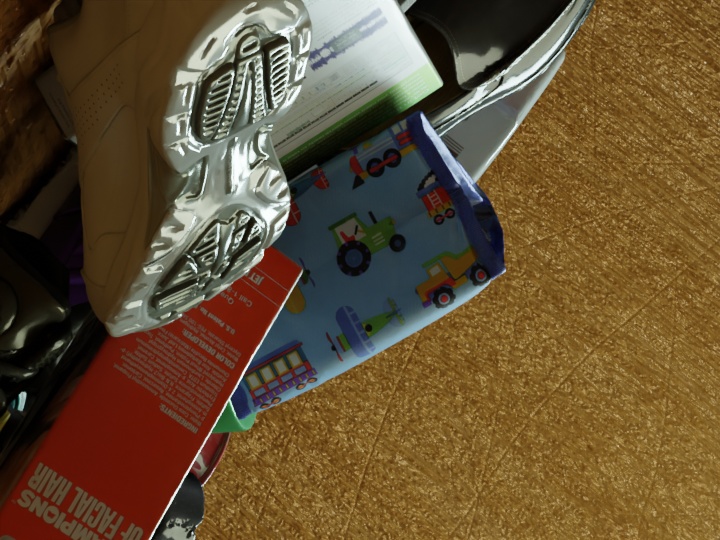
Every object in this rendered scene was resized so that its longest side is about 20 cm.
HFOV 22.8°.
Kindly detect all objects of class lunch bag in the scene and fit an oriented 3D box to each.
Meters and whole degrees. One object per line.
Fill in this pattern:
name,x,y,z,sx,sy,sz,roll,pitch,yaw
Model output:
lunch bag,0.000,0.000,0.955,0.150,0.095,0.200,-29,175,7

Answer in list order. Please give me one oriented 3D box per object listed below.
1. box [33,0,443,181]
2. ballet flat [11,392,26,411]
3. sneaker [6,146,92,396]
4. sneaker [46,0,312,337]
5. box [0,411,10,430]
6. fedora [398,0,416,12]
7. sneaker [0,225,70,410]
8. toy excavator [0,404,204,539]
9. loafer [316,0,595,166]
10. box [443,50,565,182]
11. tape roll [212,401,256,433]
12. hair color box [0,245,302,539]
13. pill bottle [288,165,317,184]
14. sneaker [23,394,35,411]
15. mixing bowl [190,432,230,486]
box,-0.045,-0.085,0.801,0.144,0.036,0.200,-32,164,4
ballet flat,-0.253,0.105,0.970,0.200,0.074,0.074,-48,-177,16
sneaker,-0.125,-0.015,0.931,0.200,0.099,0.070,-51,-176,-17
sneaker,-0.076,-0.057,0.663,0.078,0.100,0.201,-25,153,-33
box,-0.247,0.119,0.853,0.200,0.075,0.050,-52,-178,33
fedora,0.006,-0.187,0.910,0.200,0.090,0.177,-42,174,-37
sneaker,-0.181,0.055,0.715,0.200,0.076,0.114,-57,-177,-39
toy excavator,-0.197,0.160,0.906,0.194,0.100,0.201,22,-92,48
loafer,0.052,-0.117,0.924,0.200,0.073,0.072,-45,173,10
box,0.012,-0.133,1.374,0.199,0.200,0.171,-51,180,30
tape roll,-0.096,-0.003,1.068,0.200,0.048,0.202,-5,90,-86
hair color box,-0.112,0.075,0.766,0.111,0.064,0.201,-34,-155,59
pill bottle,-0.018,-0.092,1.135,0.114,0.113,0.200,-50,-151,20
sneaker,-0.166,0.037,1.052,0.200,0.114,0.076,-55,-176,-16
mixing bowl,-0.193,0.094,1.150,0.199,0.109,0.201,-21,-152,12
